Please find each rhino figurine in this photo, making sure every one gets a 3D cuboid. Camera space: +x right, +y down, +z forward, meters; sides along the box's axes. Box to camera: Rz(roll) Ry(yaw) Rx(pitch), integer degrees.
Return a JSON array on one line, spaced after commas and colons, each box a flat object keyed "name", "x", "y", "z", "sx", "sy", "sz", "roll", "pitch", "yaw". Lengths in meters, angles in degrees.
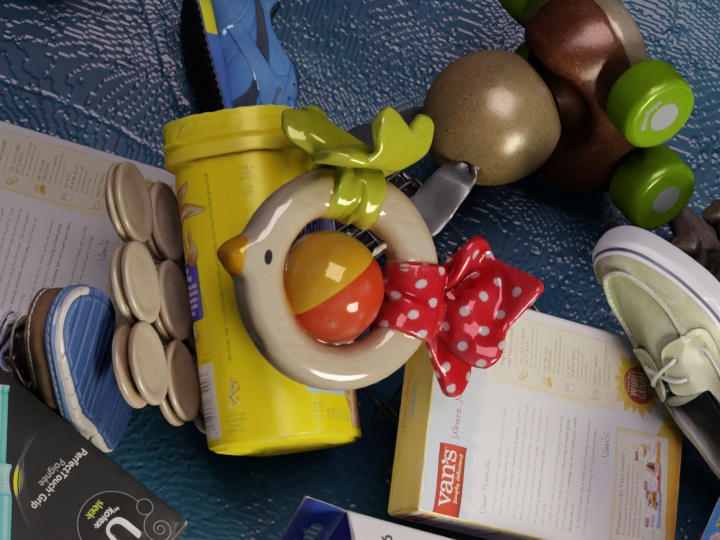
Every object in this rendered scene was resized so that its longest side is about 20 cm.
[{"name": "rhino figurine", "x": 0.245, "y": 0.003, "z": 1.816, "sx": 0.060, "sy": 0.200, "sz": 0.088, "roll": -34, "pitch": 111, "yaw": -3}]

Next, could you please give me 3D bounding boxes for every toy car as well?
[{"name": "toy car", "x": 0.096, "y": -0.092, "z": 1.820, "sx": 0.199, "sy": 0.158, "sz": 0.164, "roll": -27, "pitch": 51, "yaw": -16}]

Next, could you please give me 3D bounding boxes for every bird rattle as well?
[{"name": "bird rattle", "x": 0.000, "y": 0.000, "z": 1.612, "sx": 0.163, "sy": 0.112, "sz": 0.201, "roll": -36, "pitch": 115, "yaw": -21}]

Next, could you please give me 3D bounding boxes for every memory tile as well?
[{"name": "memory tile", "x": -0.110, "y": 0.024, "z": 1.685, "sx": 0.017, "sy": 0.200, "sz": 0.154, "roll": -12, "pitch": 75, "yaw": 17}]

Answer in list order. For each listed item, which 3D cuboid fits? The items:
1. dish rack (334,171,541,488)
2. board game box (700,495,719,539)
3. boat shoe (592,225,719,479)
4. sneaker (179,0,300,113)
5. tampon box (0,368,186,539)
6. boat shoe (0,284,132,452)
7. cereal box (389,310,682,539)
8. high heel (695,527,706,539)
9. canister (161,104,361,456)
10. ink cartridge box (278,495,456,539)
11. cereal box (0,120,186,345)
[{"name": "dish rack", "x": 0.032, "y": 0.036, "z": 1.796, "sx": 0.153, "sy": 0.055, "sz": 0.200, "roll": -34, "pitch": 74, "yaw": -29}, {"name": "board game box", "x": 0.297, "y": 0.184, "z": 1.723, "sx": 0.196, "sy": 0.056, "sz": 0.201, "roll": 53, "pitch": 52, "yaw": -34}, {"name": "boat shoe", "x": 0.213, "y": 0.059, "z": 1.731, "sx": 0.200, "sy": 0.072, "sz": 0.062, "roll": 48, "pitch": 53, "yaw": -17}, {"name": "sneaker", "x": -0.068, "y": -0.104, "z": 1.833, "sx": 0.078, "sy": 0.066, "sz": 0.201, "roll": -1, "pitch": 63, "yaw": -20}, {"name": "tampon box", "x": -0.231, "y": 0.160, "z": 1.611, "sx": 0.200, "sy": 0.126, "sz": 0.150, "roll": 38, "pitch": 60, "yaw": 5}, {"name": "boat shoe", "x": -0.186, "y": 0.059, "z": 1.641, "sx": 0.072, "sy": 0.200, "sz": 0.073, "roll": 14, "pitch": 68, "yaw": 8}, {"name": "cereal box", "x": 0.116, "y": 0.103, "z": 1.734, "sx": 0.199, "sy": 0.039, "sz": 0.145, "roll": 16, "pitch": 72, "yaw": -29}, {"name": "high heel", "x": 0.182, "y": 0.243, "z": 1.721, "sx": 0.095, "sy": 0.067, "sz": 0.201, "roll": 20, "pitch": 71, "yaw": -13}, {"name": "canister", "x": -0.058, "y": 0.010, "z": 1.686, "sx": 0.086, "sy": 0.148, "sz": 0.202, "roll": -9, "pitch": 83, "yaw": 13}, {"name": "ink cartridge box", "x": 0.045, "y": 0.198, "z": 1.685, "sx": 0.199, "sy": 0.100, "sz": 0.039, "roll": 17, "pitch": 61, "yaw": -6}, {"name": "cereal box", "x": -0.202, "y": -0.016, "z": 1.763, "sx": 0.199, "sy": 0.040, "sz": 0.145, "roll": 17, "pitch": 60, "yaw": -6}]
